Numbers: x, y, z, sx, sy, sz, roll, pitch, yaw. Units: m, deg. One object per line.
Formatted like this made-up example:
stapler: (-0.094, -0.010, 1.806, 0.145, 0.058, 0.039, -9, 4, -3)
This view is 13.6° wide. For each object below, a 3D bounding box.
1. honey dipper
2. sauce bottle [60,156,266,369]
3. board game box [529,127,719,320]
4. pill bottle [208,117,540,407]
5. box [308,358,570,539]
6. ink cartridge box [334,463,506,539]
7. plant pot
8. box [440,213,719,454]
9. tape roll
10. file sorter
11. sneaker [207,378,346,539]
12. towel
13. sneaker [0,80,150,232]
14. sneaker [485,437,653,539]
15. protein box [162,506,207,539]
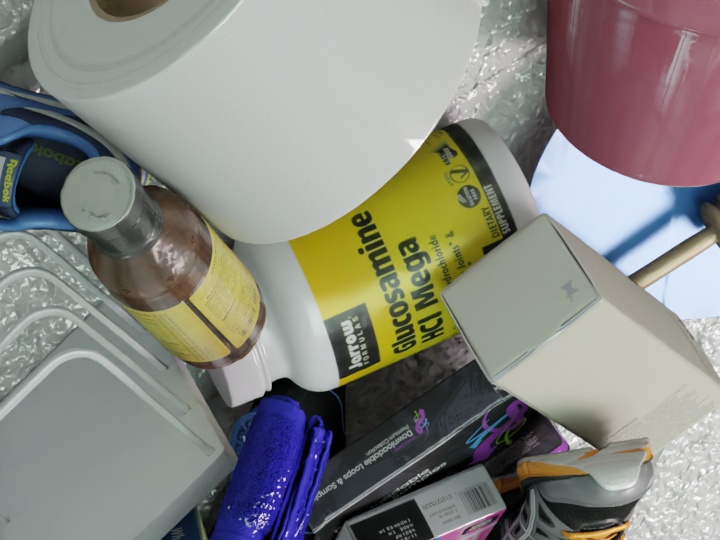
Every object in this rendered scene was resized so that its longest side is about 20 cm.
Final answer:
honey dipper: (0.167, 0.007, 1.783, 0.199, 0.038, 0.038, -33, 125, -6)
sauce bottle: (-0.103, -0.006, 1.564, 0.065, 0.065, 0.200, -35, 156, -1)
board game box: (0.180, -0.048, 1.810, 0.199, 0.039, 0.159, -5, 114, -23)
pill bottle: (0.000, 0.000, 1.713, 0.199, 0.113, 0.113, -24, 125, -9)
box: (0.044, 0.117, 1.777, 0.143, 0.036, 0.200, -35, 163, 2)
ink cartridge box: (0.015, 0.182, 1.783, 0.094, 0.037, 0.200, -21, 162, -23)
plant pot: (0.183, -0.154, 1.666, 0.199, 0.200, 0.180, -3, 132, -21)
box: (0.130, 0.043, 1.707, 0.082, 0.069, 0.200, -37, 149, 11)
tape roll: (-0.056, -0.134, 1.560, 0.203, 0.203, 0.139, -47, 124, 7)
file sorter: (-0.180, 0.070, 1.625, 0.139, 0.200, 0.124, -44, 123, 6)
sneaker: (-0.046, 0.138, 1.801, 0.078, 0.070, 0.201, -44, 159, -43)
towel: (-0.064, 0.177, 1.563, 0.049, 0.148, 0.201, 19, 70, 3)
sneaker: (-0.209, -0.066, 1.586, 0.199, 0.082, 0.074, 9, 110, -4)
sneaker: (0.121, 0.145, 1.723, 0.078, 0.200, 0.078, -6, 77, -15)
protein box: (-0.161, 0.268, 1.728, 0.199, 0.199, 0.136, -15, 124, -2)
